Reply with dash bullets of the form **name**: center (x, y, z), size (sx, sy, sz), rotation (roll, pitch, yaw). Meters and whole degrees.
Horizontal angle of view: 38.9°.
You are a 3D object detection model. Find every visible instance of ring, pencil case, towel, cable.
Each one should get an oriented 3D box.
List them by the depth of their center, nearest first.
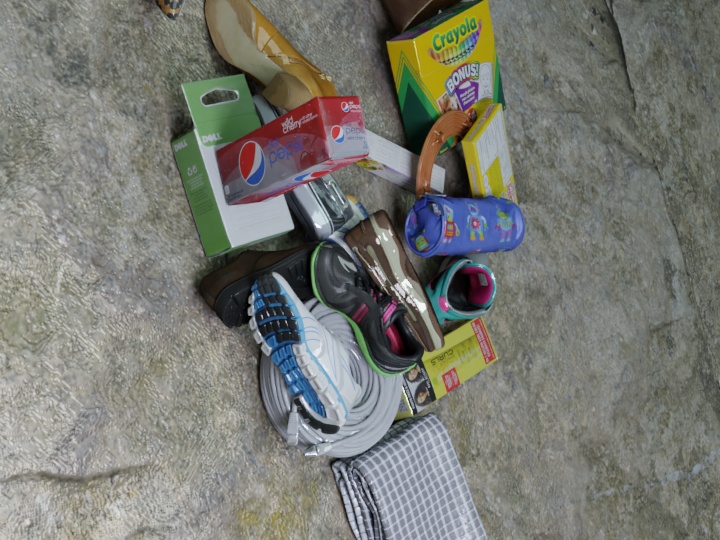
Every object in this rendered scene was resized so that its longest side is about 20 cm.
- **cable**: center (-0.034, 0.133, 1.282), size (0.197, 0.069, 0.204), rotation (4, 73, -38)
- **towel**: center (0.068, 0.307, 1.321), size (0.164, 0.085, 0.203), rotation (-26, 96, -42)
- **pencil case**: center (0.146, -0.065, 1.428), size (0.198, 0.077, 0.089), rotation (-3, 85, -45)
- **ring**: center (0.138, -0.131, 1.487), size (0.199, 0.019, 0.205), rotation (-23, 117, -53)

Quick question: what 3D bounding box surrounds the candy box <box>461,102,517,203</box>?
- **candy box**: center (0.198, -0.139, 1.535), size (0.103, 0.026, 0.202), rotation (-55, 141, -39)

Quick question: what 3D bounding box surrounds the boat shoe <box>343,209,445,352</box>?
- **boat shoe**: center (0.041, 0.023, 1.313), size (0.075, 0.074, 0.205), rotation (-98, 162, -73)

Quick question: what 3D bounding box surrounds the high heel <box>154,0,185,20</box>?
- **high heel**: center (-0.272, -0.392, 1.199), size (0.141, 0.071, 0.203), rotation (16, 52, -45)

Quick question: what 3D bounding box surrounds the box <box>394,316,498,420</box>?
- **box**: center (0.108, 0.134, 1.425), size (0.198, 0.050, 0.077), rotation (-25, 94, -43)

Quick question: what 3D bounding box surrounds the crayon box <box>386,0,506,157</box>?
- **crayon box**: center (0.133, -0.289, 1.517), size (0.199, 0.058, 0.175), rotation (-37, 123, -41)

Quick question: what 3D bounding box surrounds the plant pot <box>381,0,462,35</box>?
- **plant pot**: center (0.074, -0.479, 1.486), size (0.186, 0.186, 0.201), rotation (-36, 89, -41)

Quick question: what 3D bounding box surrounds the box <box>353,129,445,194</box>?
- **box**: center (0.038, -0.156, 1.444), size (0.198, 0.038, 0.042), rotation (21, 68, -37)

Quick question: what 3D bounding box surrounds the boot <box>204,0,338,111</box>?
- **boot**: center (-0.111, -0.278, 1.330), size (0.203, 0.071, 0.143), rotation (56, 23, 14)

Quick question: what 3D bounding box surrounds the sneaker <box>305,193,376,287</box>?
- **sneaker**: center (0.000, 0.000, 1.361), size (0.088, 0.075, 0.201), rotation (-42, 105, -23)

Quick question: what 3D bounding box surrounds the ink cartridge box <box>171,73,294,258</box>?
- **ink cartridge box**: center (-0.163, -0.128, 1.243), size (0.103, 0.059, 0.204), rotation (-19, 92, -43)

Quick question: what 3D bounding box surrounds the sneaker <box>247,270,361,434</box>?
- **sneaker**: center (-0.061, 0.085, 1.191), size (0.087, 0.074, 0.203), rotation (-41, 111, -46)

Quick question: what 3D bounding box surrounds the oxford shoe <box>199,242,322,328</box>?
- **oxford shoe**: center (-0.109, -0.003, 1.240), size (0.198, 0.084, 0.074), rotation (-19, 133, -40)

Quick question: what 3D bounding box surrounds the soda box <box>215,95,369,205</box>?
- **soda box**: center (-0.079, -0.132, 1.142), size (0.063, 0.198, 0.071), rotation (-9, 85, -43)

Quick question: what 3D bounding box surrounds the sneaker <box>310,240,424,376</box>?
- **sneaker**: center (0.013, 0.040, 1.242), size (0.201, 0.083, 0.077), rotation (52, 48, -21)

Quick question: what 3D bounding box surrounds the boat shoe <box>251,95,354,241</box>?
- **boat shoe**: center (-0.077, -0.137, 1.298), size (0.070, 0.072, 0.202), rotation (-29, 93, -22)

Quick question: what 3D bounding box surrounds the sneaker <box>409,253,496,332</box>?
- **sneaker**: center (0.151, 0.014, 1.446), size (0.199, 0.120, 0.085), rotation (-39, 104, -41)
